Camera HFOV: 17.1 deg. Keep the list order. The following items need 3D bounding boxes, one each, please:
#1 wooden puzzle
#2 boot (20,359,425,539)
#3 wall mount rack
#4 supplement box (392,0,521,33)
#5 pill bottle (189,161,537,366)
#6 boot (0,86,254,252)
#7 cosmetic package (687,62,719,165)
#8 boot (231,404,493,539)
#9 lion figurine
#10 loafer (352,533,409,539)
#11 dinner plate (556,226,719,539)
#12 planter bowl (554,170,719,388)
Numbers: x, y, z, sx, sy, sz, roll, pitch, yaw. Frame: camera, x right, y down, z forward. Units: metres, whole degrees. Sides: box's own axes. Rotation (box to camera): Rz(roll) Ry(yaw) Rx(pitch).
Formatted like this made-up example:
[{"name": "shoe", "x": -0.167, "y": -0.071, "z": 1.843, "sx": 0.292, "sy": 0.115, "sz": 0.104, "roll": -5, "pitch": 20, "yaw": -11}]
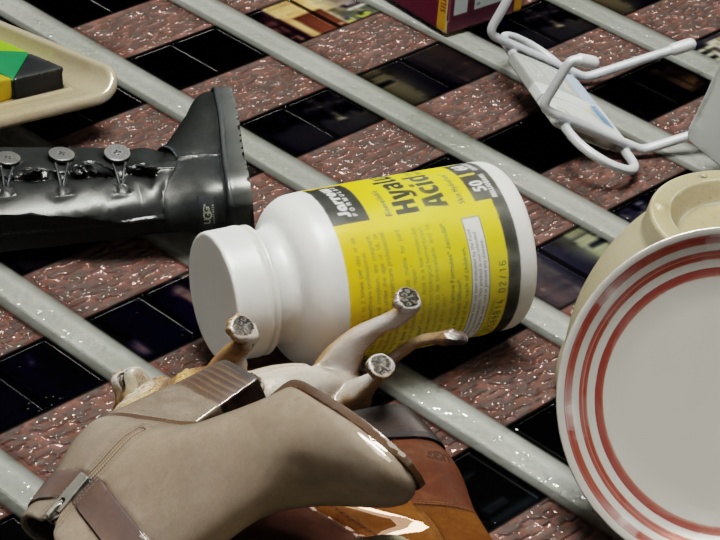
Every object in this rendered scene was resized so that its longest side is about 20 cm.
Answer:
[{"name": "wooden puzzle", "x": -0.302, "y": -0.135, "z": 1.701, "sx": 0.200, "sy": 0.037, "sz": 0.185, "roll": -23, "pitch": 32, "yaw": -35}, {"name": "boot", "x": -0.079, "y": 0.119, "z": 1.224, "sx": 0.146, "sy": 0.070, "sz": 0.200, "roll": -41, "pitch": 33, "yaw": -22}, {"name": "wall mount rack", "x": 0.191, "y": -0.142, "z": 1.783, "sx": 0.174, "sy": 0.075, "sz": 0.200, "roll": 18, "pitch": 26, "yaw": -30}, {"name": "supplement box", "x": 0.040, "y": -0.288, "z": 1.948, "sx": 0.086, "sy": 0.111, "sz": 0.200, "roll": -21, "pitch": 41, "yaw": -34}, {"name": "pill bottle", "x": 0.000, "y": 0.000, "z": 1.495, "sx": 0.200, "sy": 0.111, "sz": 0.111, "roll": -11, "pitch": 36, "yaw": -24}, {"name": "boot", "x": -0.179, "y": -0.070, "z": 1.630, "sx": 0.200, "sy": 0.066, "sz": 0.165, "roll": -7, "pitch": 27, "yaw": -5}, {"name": "cosmetic package", "x": 0.371, "y": -0.139, "z": 1.689, "sx": 0.165, "sy": 0.165, "sz": 0.200, "roll": 41, "pitch": 44, "yaw": 24}, {"name": "boot", "x": 0.000, "y": 0.169, "z": 1.301, "sx": 0.188, "sy": 0.069, "sz": 0.200, "roll": -6, "pitch": 41, "yaw": -31}, {"name": "lion figurine", "x": -0.046, "y": 0.072, "z": 1.390, "sx": 0.200, "sy": 0.123, "sz": 0.073, "roll": -1, "pitch": 58, "yaw": -25}, {"name": "loafer", "x": -0.051, "y": 0.179, "z": 1.214, "sx": 0.200, "sy": 0.076, "sz": 0.068, "roll": -21, "pitch": 36, "yaw": -12}, {"name": "dinner plate", "x": 0.211, "y": 0.075, "z": 1.373, "sx": 0.200, "sy": 0.201, "sz": 0.024, "roll": 6, "pitch": -3, "yaw": 1}, {"name": "planter bowl", "x": 0.226, "y": 0.023, "z": 1.471, "sx": 0.200, "sy": 0.135, "sz": 0.200, "roll": 3, "pitch": 33, "yaw": -2}]
